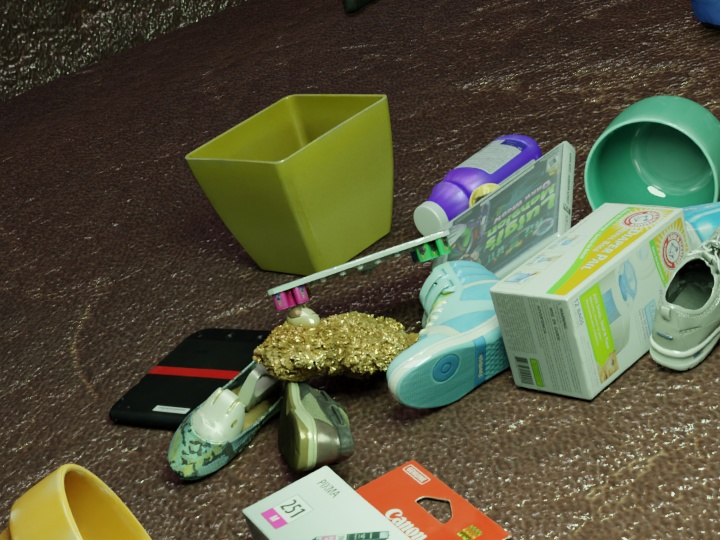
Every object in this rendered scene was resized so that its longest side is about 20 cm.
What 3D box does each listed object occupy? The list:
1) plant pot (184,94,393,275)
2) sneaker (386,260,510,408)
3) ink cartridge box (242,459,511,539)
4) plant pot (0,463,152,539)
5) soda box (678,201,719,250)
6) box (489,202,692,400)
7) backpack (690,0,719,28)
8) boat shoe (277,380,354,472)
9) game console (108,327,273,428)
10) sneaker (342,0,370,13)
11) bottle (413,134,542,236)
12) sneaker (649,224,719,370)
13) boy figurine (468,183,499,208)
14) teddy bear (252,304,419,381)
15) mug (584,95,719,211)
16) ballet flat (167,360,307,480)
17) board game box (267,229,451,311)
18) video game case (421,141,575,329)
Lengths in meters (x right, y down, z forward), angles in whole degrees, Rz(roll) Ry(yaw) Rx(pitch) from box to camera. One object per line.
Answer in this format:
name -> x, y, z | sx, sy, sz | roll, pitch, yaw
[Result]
plant pot -> -0.070, -0.104, 2.069 | 0.199, 0.178, 0.199 | 7, 33, 47
sneaker -> 0.081, 0.059, 1.642 | 0.199, 0.080, 0.130 | -21, 45, -32
ink cartridge box -> 0.010, 0.221, 1.411 | 0.172, 0.044, 0.200 | -27, 23, -17
plant pot -> -0.253, 0.290, 1.291 | 0.182, 0.201, 0.200 | -35, 22, 2
soda box -> 0.407, -0.034, 1.662 | 0.198, 0.069, 0.064 | -9, 23, 23
box -> 0.237, 0.025, 1.600 | 0.101, 0.114, 0.199 | 7, 32, 47
backpack -> 0.578, -0.455, 2.402 | 0.198, 0.169, 0.162 | -25, 16, -7
boat shoe -> -0.043, 0.155, 1.587 | 0.065, 0.073, 0.201 | 6, 7, -8
game console -> -0.163, 0.124, 1.810 | 0.198, 0.031, 0.177 | 0, 33, 40
sneaker -> 0.011, -0.581, 3.288 | 0.090, 0.077, 0.200 | -5, 27, 16
bottle -> 0.147, -0.104, 2.043 | 0.083, 0.066, 0.199 | 4, 31, 46
sneaker -> 0.344, 0.005, 1.553 | 0.074, 0.083, 0.200 | 19, 53, 28
boy figurine -> 0.179, -0.047, 1.888 | 0.123, 0.065, 0.200 | -22, 25, -1
teddy bear -> -0.015, 0.069, 1.670 | 0.198, 0.068, 0.145 | 6, 20, -25
mug -> 0.325, -0.115, 1.808 | 0.183, 0.154, 0.114 | -5, 22, 31
ballet flat -> -0.125, 0.136, 1.668 | 0.074, 0.075, 0.200 | 1, 31, 40
board game box -> 0.000, 0.000, 1.755 | 0.198, 0.026, 0.200 | -18, 1, 0
video game case -> 0.153, -0.037, 1.784 | 0.199, 0.023, 0.183 | -35, 25, 30
